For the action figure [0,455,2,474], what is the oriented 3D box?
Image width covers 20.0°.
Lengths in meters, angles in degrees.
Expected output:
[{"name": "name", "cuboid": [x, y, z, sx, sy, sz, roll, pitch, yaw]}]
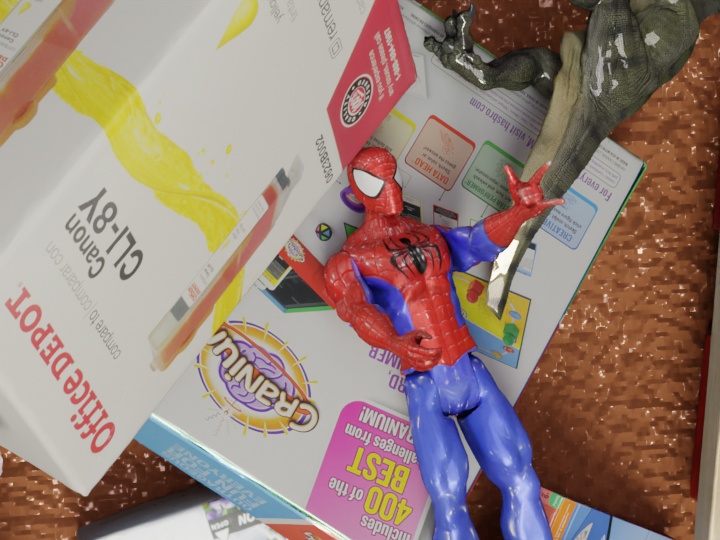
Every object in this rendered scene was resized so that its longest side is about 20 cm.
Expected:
[{"name": "action figure", "cuboid": [-0.171, 0.114, 0.729, 0.149, 0.200, 0.134, -48, 57, -6]}]

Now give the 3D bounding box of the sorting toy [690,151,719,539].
[{"name": "sorting toy", "cuboid": [0.233, 0.024, 0.834, 0.199, 0.070, 0.200, 5, 91, -10]}]

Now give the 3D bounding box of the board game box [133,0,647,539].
[{"name": "board game box", "cuboid": [0.000, 0.000, 0.781, 0.153, 0.040, 0.200, 34, 69, -9]}]

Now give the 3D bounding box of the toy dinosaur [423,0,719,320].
[{"name": "toy dinosaur", "cuboid": [0.080, -0.084, 0.785, 0.088, 0.047, 0.200, 43, 66, -12]}]

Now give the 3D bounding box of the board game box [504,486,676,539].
[{"name": "board game box", "cuboid": [0.059, 0.187, 0.804, 0.103, 0.019, 0.200, 26, 86, -53]}]

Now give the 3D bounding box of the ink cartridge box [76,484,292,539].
[{"name": "ink cartridge box", "cuboid": [-0.030, 0.181, 0.804, 0.109, 0.050, 0.200, -18, 93, -9]}]

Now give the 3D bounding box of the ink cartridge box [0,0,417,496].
[{"name": "ink cartridge box", "cuboid": [-0.078, -0.045, 0.673, 0.083, 0.145, 0.200, 31, 72, 22]}]

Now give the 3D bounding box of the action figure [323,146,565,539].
[{"name": "action figure", "cuboid": [0.043, 0.043, 0.714, 0.065, 0.099, 0.200, -18, 81, -23]}]
